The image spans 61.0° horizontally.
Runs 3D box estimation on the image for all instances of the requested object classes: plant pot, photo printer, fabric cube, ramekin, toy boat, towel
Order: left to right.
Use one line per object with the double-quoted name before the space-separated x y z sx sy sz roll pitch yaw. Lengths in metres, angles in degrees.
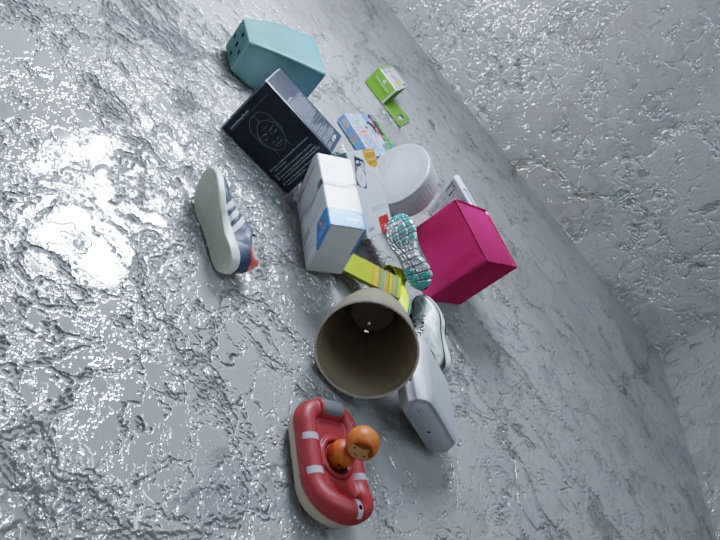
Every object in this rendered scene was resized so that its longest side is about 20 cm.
"plant pot" -0.215 -0.511 1.484 0.199 0.141 0.142 14 48 -40
"toy boat" -0.025 0.281 0.933 0.130 0.130 0.201 25 40 -42
"towel" 0.000 0.000 1.331 0.199 0.018 0.086 27 29 -10
"plant pot" 0.019 0.109 1.160 0.188 0.187 0.200 49 16 -11
"ramekin" 0.116 -0.232 1.637 0.094 0.201 0.203 43 29 -45
"photo printer" 0.127 0.239 1.209 0.167 0.069 0.201 -90 157 -47
"fabric cube" 0.264 -0.046 1.648 0.199 0.199 0.197 9 51 -53

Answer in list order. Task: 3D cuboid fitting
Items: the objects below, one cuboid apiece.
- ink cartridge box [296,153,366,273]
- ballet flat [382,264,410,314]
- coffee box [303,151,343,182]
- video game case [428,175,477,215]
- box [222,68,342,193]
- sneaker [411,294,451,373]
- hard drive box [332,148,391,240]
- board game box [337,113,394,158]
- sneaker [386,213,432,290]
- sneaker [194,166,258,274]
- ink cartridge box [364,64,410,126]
"ink cartridge box" -0.065 -0.117 1.260 0.083 0.145 0.201 6 50 -23
"ballet flat" 0.072 0.048 1.402 0.067 0.067 0.200 36 26 -18
"coffee box" -0.078 -0.240 1.496 0.199 0.044 0.124 4 57 -55
"video game case" 0.289 -0.157 1.830 0.024 0.200 0.183 -20 73 -25
"box" -0.166 -0.299 1.316 0.200 0.148 0.107 46 29 -17
"sneaker" 0.140 0.134 1.397 0.115 0.075 0.202 23 44 -47
"hard drive box" -0.006 -0.177 1.435 0.156 0.076 0.201 -30 108 -61
"board game box" 0.025 -0.397 1.827 0.152 0.037 0.200 57 29 4
"sneaker" 0.115 -0.037 1.452 0.091 0.077 0.201 56 17 -68
"sneaker" -0.230 -0.085 1.076 0.084 0.075 0.201 6 65 -52
"ink cartridge box" 0.123 -0.625 2.176 0.200 0.076 0.148 51 29 -5
